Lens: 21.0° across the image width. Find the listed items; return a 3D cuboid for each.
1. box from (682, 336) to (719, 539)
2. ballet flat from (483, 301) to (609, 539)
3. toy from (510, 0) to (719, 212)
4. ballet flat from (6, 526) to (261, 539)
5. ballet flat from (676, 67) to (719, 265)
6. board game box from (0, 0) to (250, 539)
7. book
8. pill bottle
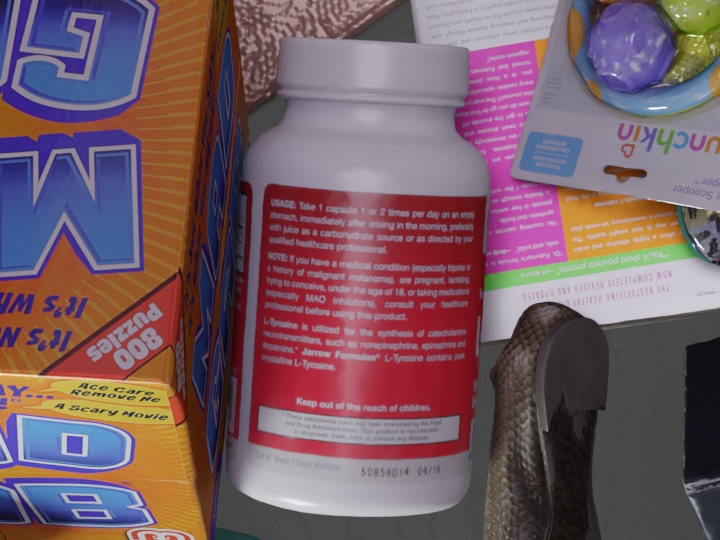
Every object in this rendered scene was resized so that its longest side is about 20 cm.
[{"bbox_3d":[0.257,0.109,0.793,0.195,0.124,0.201,-20,111,17],"label":"box"},{"bbox_3d":[0.077,0.111,0.884,0.067,0.046,0.202,-11,109,-40],"label":"ballet flat"},{"bbox_3d":[0.133,-0.134,0.852,0.115,0.047,0.201,11,78,35],"label":"toy"},{"bbox_3d":[-0.137,0.132,0.899,0.199,0.069,0.072,19,106,3],"label":"ballet flat"},{"bbox_3d":[0.189,-0.100,0.868,0.071,0.072,0.202,14,70,3],"label":"ballet flat"},{"bbox_3d":[-0.156,-0.012,0.809,0.198,0.200,0.201,3,64,2],"label":"board game box"},{"bbox_3d":[0.096,-0.072,0.911,0.132,0.048,0.202,-8,85,4],"label":"book"},{"bbox_3d":[0.000,0.000,0.860,0.111,0.112,0.202,4,96,2],"label":"pill bottle"}]
